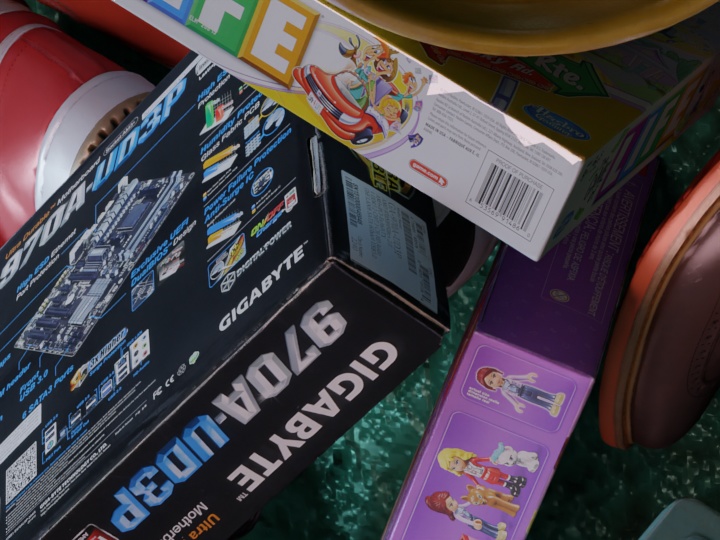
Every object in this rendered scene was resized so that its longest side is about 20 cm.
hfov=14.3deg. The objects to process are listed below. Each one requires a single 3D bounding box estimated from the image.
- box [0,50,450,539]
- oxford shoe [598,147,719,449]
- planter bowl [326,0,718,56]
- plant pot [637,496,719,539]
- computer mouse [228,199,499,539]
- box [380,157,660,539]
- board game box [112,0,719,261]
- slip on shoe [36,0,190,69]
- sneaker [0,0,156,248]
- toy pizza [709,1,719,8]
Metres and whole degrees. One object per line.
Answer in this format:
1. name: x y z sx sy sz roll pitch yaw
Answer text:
1. box: -0.062 0.020 0.848 0.046 0.159 0.200 33 117 -27
2. oxford shoe: 0.129 -0.013 0.834 0.072 0.071 0.200 31 128 7
3. planter bowl: 0.035 -0.155 0.767 0.201 0.200 0.083 65 172 -4
4. plant pot: 0.093 0.169 0.835 0.141 0.141 0.200 32 149 20
5. computer mouse: 0.000 0.000 0.896 0.044 0.110 0.200 21 144 -22
6. box: 0.033 0.070 0.885 0.039 0.137 0.201 22 122 2
7. board game box: -0.002 -0.089 0.803 0.200 0.134 0.034 32 122 13
8. slip on shoe: -0.096 -0.113 0.951 0.200 0.061 0.074 31 121 19
9. sneaker: -0.117 -0.007 1.002 0.112 0.071 0.201 38 137 30
10. toy pizza: 0.038 -0.144 0.860 0.199 0.032 0.201 10 113 24
